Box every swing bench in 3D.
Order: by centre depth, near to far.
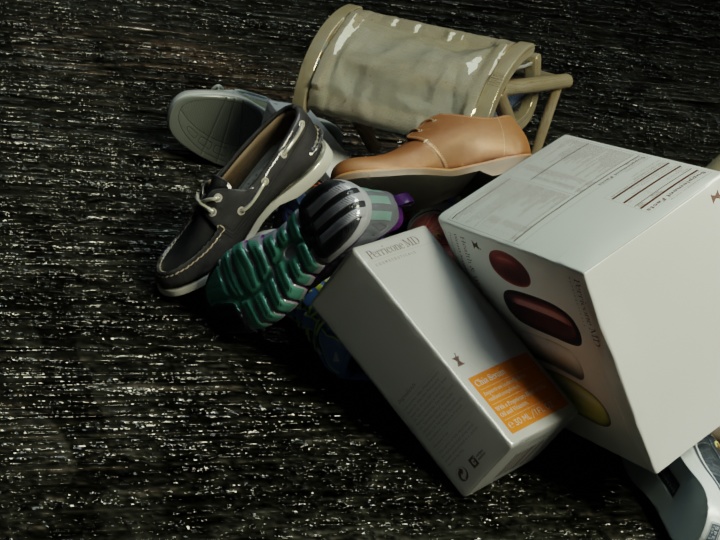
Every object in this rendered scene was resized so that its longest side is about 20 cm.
[{"bbox_3d":[0.073,-0.174,1.566,0.198,0.130,0.200,17,-1,24],"label":"swing bench"}]

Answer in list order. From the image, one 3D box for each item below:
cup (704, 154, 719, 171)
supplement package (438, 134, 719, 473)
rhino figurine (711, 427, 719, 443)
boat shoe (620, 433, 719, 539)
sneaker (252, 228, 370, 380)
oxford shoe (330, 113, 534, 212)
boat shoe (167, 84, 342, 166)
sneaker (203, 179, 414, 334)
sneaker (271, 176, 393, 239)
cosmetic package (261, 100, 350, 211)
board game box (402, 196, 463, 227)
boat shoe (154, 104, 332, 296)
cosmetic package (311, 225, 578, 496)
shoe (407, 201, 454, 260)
[{"bbox_3d":[0.391,-0.056,1.456,0.200,0.144,0.200,29,2,-1],"label":"cup"},{"bbox_3d":[0.197,0.021,1.290,0.147,0.192,0.200,-33,26,-19],"label":"supplement package"},{"bbox_3d":[0.296,0.119,1.409,0.087,0.060,0.200,0,28,-46],"label":"rhino figurine"},{"bbox_3d":[0.276,0.167,1.305,0.091,0.071,0.200,19,26,-19],"label":"boat shoe"},{"bbox_3d":[-0.024,0.032,1.363,0.199,0.076,0.105,23,26,9],"label":"sneaker"},{"bbox_3d":[0.054,-0.093,1.349,0.199,0.071,0.072,-10,73,-32],"label":"oxford shoe"},{"bbox_3d":[-0.114,-0.149,1.678,0.201,0.075,0.065,5,22,-34],"label":"boat shoe"},{"bbox_3d":[-0.042,-0.005,1.322,0.087,0.200,0.075,-2,67,-47],"label":"sneaker"},{"bbox_3d":[0.000,0.000,1.451,0.200,0.079,0.075,44,27,12],"label":"sneaker"},{"bbox_3d":[-0.045,-0.084,1.574,0.050,0.083,0.200,2,30,-28],"label":"cosmetic package"},{"bbox_3d":[0.128,-0.064,1.476,0.199,0.045,0.152,11,-16,-7],"label":"board game box"},{"bbox_3d":[-0.108,-0.061,1.392,0.200,0.060,0.074,-43,39,-14],"label":"boat shoe"},{"bbox_3d":[0.066,0.068,1.278,0.200,0.071,0.101,50,37,16],"label":"cosmetic package"},{"bbox_3d":[0.136,0.005,1.424,0.199,0.072,0.091,15,37,-7],"label":"shoe"}]
